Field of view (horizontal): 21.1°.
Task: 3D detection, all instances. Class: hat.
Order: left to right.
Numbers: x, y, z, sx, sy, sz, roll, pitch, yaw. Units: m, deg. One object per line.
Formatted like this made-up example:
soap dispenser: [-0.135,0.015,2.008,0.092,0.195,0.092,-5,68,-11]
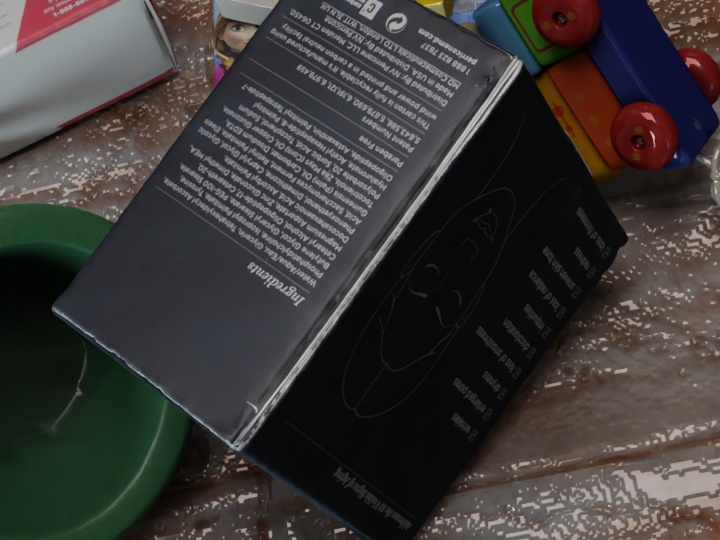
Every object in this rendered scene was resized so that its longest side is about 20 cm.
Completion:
hat: [-0.184,0.047,0.993,0.176,0.165,0.201,-5,59,65]

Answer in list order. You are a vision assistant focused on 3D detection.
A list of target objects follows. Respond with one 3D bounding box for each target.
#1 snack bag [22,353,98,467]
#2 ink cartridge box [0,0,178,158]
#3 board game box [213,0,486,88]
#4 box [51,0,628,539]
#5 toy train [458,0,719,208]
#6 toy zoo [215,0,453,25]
snack bag: [-0.228,0.086,1.012,0.198,0.021,0.190,-13,57,6]
ink cartridge box: [-0.211,-0.176,1.123,0.147,0.086,0.201,-26,56,-1]
board game box: [0.015,-0.178,1.091,0.198,0.043,0.200,-9,58,8]
box: [0.000,0.000,0.877,0.124,0.200,0.197,32,83,29]
toy train: [0.125,-0.063,0.974,0.115,0.201,0.085,-26,12,39]
toy zoo: [-0.003,-0.198,1.069,0.130,0.021,0.201,4,61,15]
